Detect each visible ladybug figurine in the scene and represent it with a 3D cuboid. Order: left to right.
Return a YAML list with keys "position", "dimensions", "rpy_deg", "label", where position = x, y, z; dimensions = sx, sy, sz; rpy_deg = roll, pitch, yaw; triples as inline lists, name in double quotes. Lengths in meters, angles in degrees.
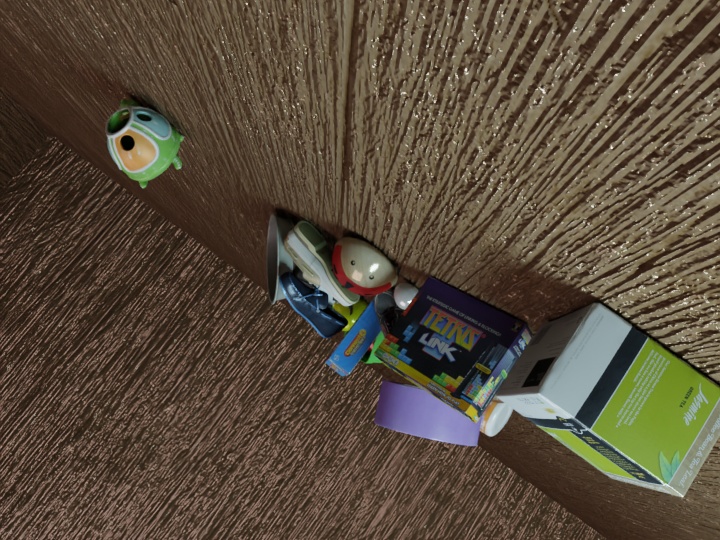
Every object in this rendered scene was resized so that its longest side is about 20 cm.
- position: [0.000, 0.000, 1.292]
  dimensions: [0.136, 0.072, 0.200]
  rpy_deg: [36, 169, 1]
  label: "ladybug figurine"

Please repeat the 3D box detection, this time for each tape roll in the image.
- position: [0.131, 0.270, 1.304]
  dimensions: [0.200, 0.085, 0.200]
  rpy_deg: [11, 173, 1]
  label: "tape roll"

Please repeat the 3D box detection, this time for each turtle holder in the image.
- position: [-0.446, -0.279, 1.405]
  dimensions: [0.141, 0.186, 0.132]
  rpy_deg: [-8, 146, 27]
  label: "turtle holder"

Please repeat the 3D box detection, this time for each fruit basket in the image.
- position: [-0.004, 0.150, 1.797]
  dimensions: [0.215, 0.156, 0.216]
  rpy_deg: [20, 176, 1]
  label: "fruit basket"

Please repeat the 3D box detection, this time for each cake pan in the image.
- position: [-0.178, -0.026, 1.504]
  dimensions: [0.037, 0.201, 0.200]
  rpy_deg: [0, 177, -14]
  label: "cake pan"

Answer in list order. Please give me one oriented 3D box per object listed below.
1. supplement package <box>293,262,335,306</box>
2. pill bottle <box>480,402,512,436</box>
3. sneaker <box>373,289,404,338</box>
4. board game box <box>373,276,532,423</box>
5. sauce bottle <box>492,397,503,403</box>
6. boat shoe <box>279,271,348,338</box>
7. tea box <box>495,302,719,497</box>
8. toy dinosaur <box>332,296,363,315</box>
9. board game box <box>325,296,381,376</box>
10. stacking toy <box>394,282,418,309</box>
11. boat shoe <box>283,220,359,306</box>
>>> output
- position: [-0.103, 0.019, 1.588]
  dimensions: [0.109, 0.114, 0.200]
  rpy_deg: [38, 168, -9]
  label: "supplement package"
- position: [0.258, 0.299, 1.640]
  dimensions: [0.200, 0.112, 0.112]
  rpy_deg: [30, 167, 31]
  label: "pill bottle"
- position: [0.079, 0.118, 1.374]
  dimensions: [0.075, 0.081, 0.200]
  rpy_deg: [28, -150, -54]
  label: "sneaker"
- position: [0.146, 0.121, 1.096]
  dimensions: [0.200, 0.165, 0.057]
  rpy_deg: [28, 168, 39]
  label: "board game box"
- position: [0.253, 0.228, 1.360]
  dimensions: [0.200, 0.066, 0.066]
  rpy_deg: [12, 164, 10]
  label: "sauce bottle"
- position: [-0.096, 0.061, 1.439]
  dimensions: [0.200, 0.069, 0.084]
  rpy_deg: [48, -158, -44]
  label: "boat shoe"
- position: [0.304, 0.159, 0.851]
  dimensions: [0.197, 0.134, 0.200]
  rpy_deg: [37, 170, 4]
  label: "tea box"
- position: [-0.013, 0.050, 1.496]
  dimensions: [0.047, 0.088, 0.200]
  rpy_deg: [50, 180, 15]
  label: "toy dinosaur"
- position: [0.005, 0.139, 1.529]
  dimensions: [0.056, 0.200, 0.196]
  rpy_deg: [37, 169, 1]
  label: "board game box"
- position: [0.128, 0.110, 1.288]
  dimensions: [0.200, 0.146, 0.146]
  rpy_deg: [52, 169, 2]
  label: "stacking toy"
- position: [-0.079, -0.005, 1.392]
  dimensions: [0.200, 0.068, 0.075]
  rpy_deg: [54, -147, 9]
  label: "boat shoe"
